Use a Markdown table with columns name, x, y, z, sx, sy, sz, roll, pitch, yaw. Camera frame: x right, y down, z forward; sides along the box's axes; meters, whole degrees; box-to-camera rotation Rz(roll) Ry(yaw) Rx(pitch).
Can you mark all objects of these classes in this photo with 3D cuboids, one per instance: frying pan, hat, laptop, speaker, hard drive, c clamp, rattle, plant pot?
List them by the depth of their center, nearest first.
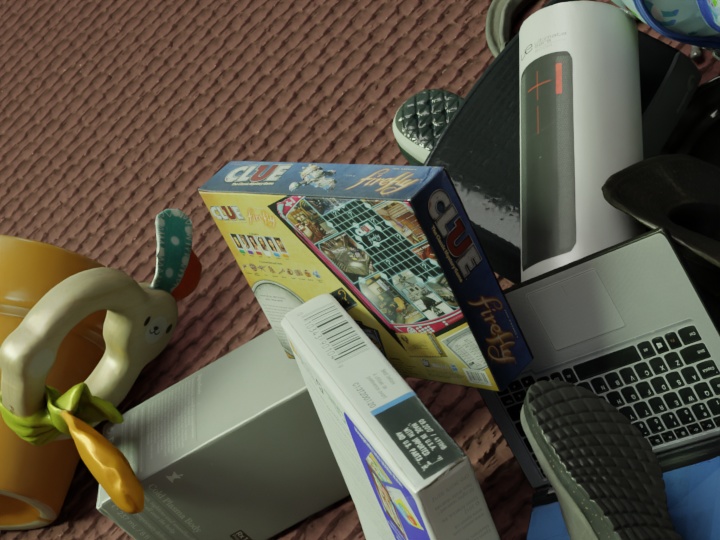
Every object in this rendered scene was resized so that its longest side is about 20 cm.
| name | x | y | z | sx | sy | sz | roll | pitch | yaw |
| --- | --- | --- | --- | --- | --- | --- | --- | --- | --- |
| laptop | 0.126 | 0.110 | 1.085 | 0.187 | 0.201 | 0.116 | -24 | 8 | 45 |
| hat | 0.231 | 0.005 | 1.131 | 0.201 | 0.199 | 0.081 | -130 | 48 | -54 |
| speaker | 0.140 | -0.067 | 1.211 | 0.081 | 0.081 | 0.201 | -15 | 61 | 33 |
| hard drive | 0.128 | -0.092 | 1.293 | 0.134 | 0.042 | 0.200 | 31 | 73 | 22 |
| rattle | -0.138 | 0.054 | 1.300 | 0.142 | 0.131 | 0.200 | 16 | 35 | 41 |
| frying pan | 0.219 | -0.087 | 1.305 | 0.189 | 0.031 | 0.115 | -4 | 51 | 46 |
| c clamp | 0.176 | -0.202 | 1.467 | 0.199 | 0.027 | 0.172 | -15 | 45 | 33 |
| plant pot | -0.284 | 0.096 | 1.482 | 0.199 | 0.200 | 0.184 | -12 | 60 | 35 |

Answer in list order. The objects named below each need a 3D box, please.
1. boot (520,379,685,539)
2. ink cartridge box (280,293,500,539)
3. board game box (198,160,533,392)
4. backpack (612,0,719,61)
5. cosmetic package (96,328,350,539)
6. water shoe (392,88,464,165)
| name | x | y | z | sx | sy | sz | roll | pitch | yaw |
| --- | --- | --- | --- | --- | --- | --- | --- | --- | --- |
| boot | 0.121 | 0.168 | 1.033 | 0.132 | 0.069 | 0.201 | -63 | 39 | 35 |
| ink cartridge box | 0.032 | 0.140 | 1.127 | 0.043 | 0.201 | 0.198 | -27 | 35 | -12 |
| board game box | 0.000 | 0.000 | 1.150 | 0.199 | 0.136 | 0.035 | 6 | 41 | 49 |
| backpack | 0.257 | -0.217 | 1.208 | 0.147 | 0.199 | 0.184 | -120 | 44 | -61 |
| cosmetic package | -0.071 | 0.118 | 1.312 | 0.199 | 0.107 | 0.090 | -30 | 36 | 21 |
| water shoe | 0.107 | -0.056 | 1.351 | 0.071 | 0.079 | 0.200 | -41 | 61 | -11 |
